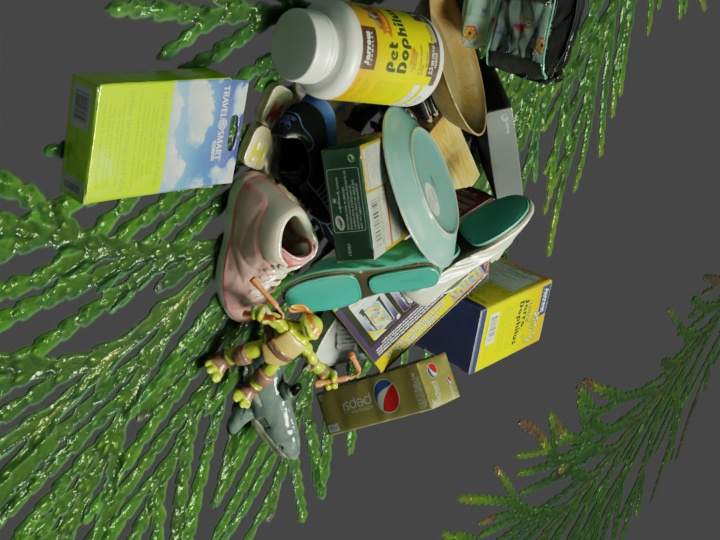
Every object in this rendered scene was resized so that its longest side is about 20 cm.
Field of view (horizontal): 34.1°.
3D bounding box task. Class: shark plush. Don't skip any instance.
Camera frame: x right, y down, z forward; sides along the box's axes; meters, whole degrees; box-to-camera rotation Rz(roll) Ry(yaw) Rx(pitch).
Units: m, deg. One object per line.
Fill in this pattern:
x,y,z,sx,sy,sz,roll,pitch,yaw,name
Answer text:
-0.100,0.139,1.486,0.090,0.083,0.203,-11,120,-50,shark plush

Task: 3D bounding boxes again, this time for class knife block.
0.092,-0.191,1.548,0.199,0.064,0.178,-16,125,-47,knife block

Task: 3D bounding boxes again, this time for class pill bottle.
-0.004,-0.246,1.330,0.198,0.109,0.111,-4,115,-46,pill bottle

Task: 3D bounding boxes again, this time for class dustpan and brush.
0.004,0.042,1.581,0.139,0.057,0.203,-8,113,-46,dustpan and brush

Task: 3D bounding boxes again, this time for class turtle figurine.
-0.106,0.087,1.394,0.160,0.065,0.200,-32,128,21,turtle figurine

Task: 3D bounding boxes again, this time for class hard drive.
0.190,-0.183,1.641,0.042,0.136,0.201,-15,137,1,hard drive

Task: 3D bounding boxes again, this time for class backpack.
0.219,-0.359,1.516,0.176,0.152,0.203,-27,137,-67,backpack

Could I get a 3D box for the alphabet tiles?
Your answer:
-0.067,-0.148,1.403,0.199,0.014,0.198,22,94,-57,alphabet tiles

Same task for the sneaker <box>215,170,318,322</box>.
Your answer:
-0.107,-0.006,1.357,0.075,0.104,0.202,-27,137,-41,sneaker

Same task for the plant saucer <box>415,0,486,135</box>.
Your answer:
0.109,-0.263,1.477,0.200,0.035,0.203,-15,90,-70,plant saucer

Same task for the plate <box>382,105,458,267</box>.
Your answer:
0.080,-0.103,1.402,0.201,0.025,0.202,51,30,-44,plate

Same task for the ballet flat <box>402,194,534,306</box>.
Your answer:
0.137,-0.023,1.494,0.199,0.070,0.070,-34,142,-3,ballet flat

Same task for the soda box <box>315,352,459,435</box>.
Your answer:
0.035,0.169,1.592,0.067,0.199,0.065,-16,86,-48,soda box

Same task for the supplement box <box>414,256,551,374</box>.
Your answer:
0.192,0.065,1.814,0.199,0.108,0.111,-19,126,-47,supplement box

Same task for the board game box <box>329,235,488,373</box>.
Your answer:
0.050,0.007,1.527,0.200,0.057,0.166,-42,128,-6,board game box

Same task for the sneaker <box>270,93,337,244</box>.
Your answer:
-0.057,-0.103,1.373,0.078,0.069,0.202,-44,133,-35,sneaker

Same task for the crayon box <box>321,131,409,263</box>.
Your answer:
0.016,-0.092,1.374,0.200,0.051,0.128,-34,118,-67,crayon box

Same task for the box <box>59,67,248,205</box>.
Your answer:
-0.206,-0.140,1.188,0.199,0.047,0.124,-14,123,-50,box

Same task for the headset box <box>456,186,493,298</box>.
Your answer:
0.114,-0.025,1.679,0.199,0.074,0.150,-33,136,-38,headset box

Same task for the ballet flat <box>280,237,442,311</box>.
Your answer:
0.000,0.000,1.426,0.197,0.071,0.068,-10,137,2,ballet flat
